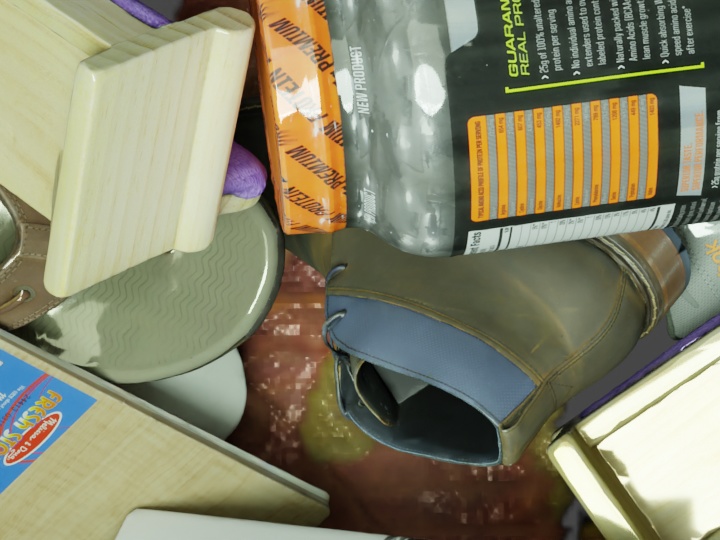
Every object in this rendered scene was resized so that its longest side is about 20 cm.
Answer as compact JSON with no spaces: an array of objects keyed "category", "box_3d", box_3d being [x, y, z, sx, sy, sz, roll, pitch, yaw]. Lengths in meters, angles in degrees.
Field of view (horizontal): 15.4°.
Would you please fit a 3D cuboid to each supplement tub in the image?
[{"category":"supplement tub","box_3d":[0.069,-0.071,0.810,0.200,0.123,0.123,-7,91,-4]}]

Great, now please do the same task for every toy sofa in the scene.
[{"category":"toy sofa","box_3d":[-0.118,-0.084,0.833,0.200,0.098,0.083,34,129,29]},{"category":"toy sofa","box_3d":[0.164,0.032,0.873,0.200,0.098,0.083,-36,88,11]}]

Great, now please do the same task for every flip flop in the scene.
[{"category":"flip flop","box_3d":[-0.124,-0.012,0.858,0.200,0.058,0.081,15,96,1]}]

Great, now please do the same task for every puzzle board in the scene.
[{"category":"puzzle board","box_3d":[-0.130,0.109,0.921,0.151,0.017,0.200,30,118,-33]}]

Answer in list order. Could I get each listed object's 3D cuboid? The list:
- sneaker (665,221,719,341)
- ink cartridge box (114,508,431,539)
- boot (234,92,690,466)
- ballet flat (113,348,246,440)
[{"category":"sneaker","box_3d":[0.065,-0.055,0.913,0.200,0.074,0.079,42,104,7]},{"category":"ink cartridge box","box_3d":[-0.007,0.161,0.831,0.200,0.146,0.084,3,137,30]},{"category":"boot","box_3d":[0.000,0.000,0.890,0.200,0.097,0.075,15,139,32]},{"category":"ballet flat","box_3d":[-0.117,-0.014,0.919,0.069,0.069,0.200,-40,88,10]}]
